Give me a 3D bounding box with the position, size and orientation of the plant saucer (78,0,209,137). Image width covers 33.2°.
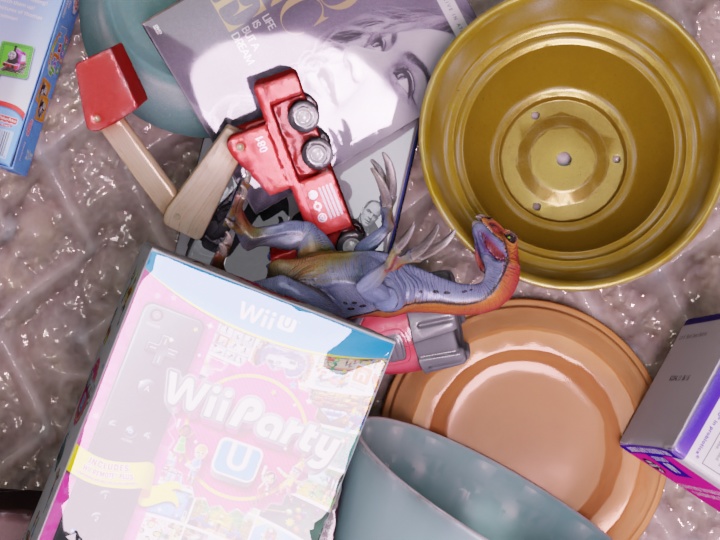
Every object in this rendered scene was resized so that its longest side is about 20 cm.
[{"bbox_3d":[-0.106,-0.195,0.846,0.199,0.036,0.201,-1,83,5],"label":"plant saucer"}]

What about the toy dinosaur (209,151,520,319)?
[{"bbox_3d":[0.000,0.000,0.754,0.181,0.200,0.105,21,45,-9],"label":"toy dinosaur"}]

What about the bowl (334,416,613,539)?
[{"bbox_3d":[0.061,0.180,0.703,0.200,0.201,0.105,30,96,7],"label":"bowl"}]

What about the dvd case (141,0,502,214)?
[{"bbox_3d":[-0.023,-0.152,0.815,0.199,0.016,0.149,-31,104,-2],"label":"dvd case"}]

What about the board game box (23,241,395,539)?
[{"bbox_3d":[-0.088,0.103,0.670,0.147,0.064,0.201,21,89,-14],"label":"board game box"}]

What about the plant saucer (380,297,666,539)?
[{"bbox_3d":[0.110,0.117,0.816,0.199,0.037,0.201,0,83,4],"label":"plant saucer"}]

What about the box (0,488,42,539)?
[{"bbox_3d":[-0.274,0.223,0.768,0.199,0.166,0.165,3,83,5],"label":"box"}]

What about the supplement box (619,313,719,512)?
[{"bbox_3d":[0.281,0.122,0.752,0.199,0.101,0.104,32,81,-2],"label":"supplement box"}]

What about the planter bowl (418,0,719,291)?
[{"bbox_3d":[0.140,-0.082,0.813,0.199,0.083,0.202,-1,84,5],"label":"planter bowl"}]

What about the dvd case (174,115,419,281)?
[{"bbox_3d":[-0.042,-0.064,0.854,0.150,0.025,0.201,13,84,6],"label":"dvd case"}]

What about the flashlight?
[{"bbox_3d":[-0.030,0.049,0.802,0.199,0.068,0.068,-12,63,12],"label":"flashlight"}]

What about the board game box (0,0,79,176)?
[{"bbox_3d":[-0.288,-0.185,0.881,0.151,0.037,0.201,16,85,6],"label":"board game box"}]

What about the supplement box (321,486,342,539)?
[{"bbox_3d":[-0.054,0.193,0.783,0.085,0.110,0.201,10,84,5],"label":"supplement box"}]

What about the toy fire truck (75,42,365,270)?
[{"bbox_3d":[-0.087,-0.065,0.790,0.140,0.049,0.201,-20,104,3],"label":"toy fire truck"}]
